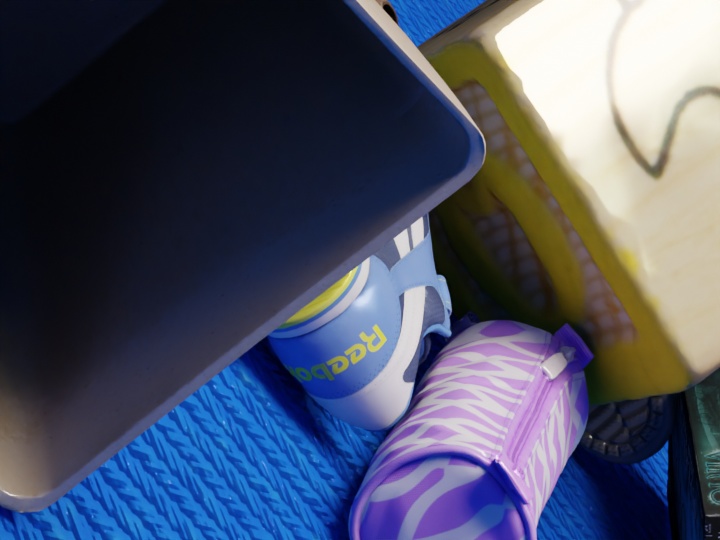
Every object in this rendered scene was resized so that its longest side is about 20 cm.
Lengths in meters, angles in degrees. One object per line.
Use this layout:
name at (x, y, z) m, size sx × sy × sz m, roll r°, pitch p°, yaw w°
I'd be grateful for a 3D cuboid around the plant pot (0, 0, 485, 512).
plant pot at (-0.108, -0.083, 0.834) m, size 0.200 × 0.200 × 0.177 m, roll 45°, pitch 14°, yaw -31°

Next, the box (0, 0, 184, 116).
box at (-0.118, -0.144, 1.026) m, size 0.124 × 0.097 × 0.200 m, roll 48°, pitch 21°, yaw -25°

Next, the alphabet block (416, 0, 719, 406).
alphabet block at (0.138, -0.066, 1.243) m, size 0.196 × 0.200 × 0.196 m, roll 56°, pitch -22°, yaw -4°

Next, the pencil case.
pencil case at (0.054, 0.083, 1.116) m, size 0.084 × 0.085 × 0.200 m, roll 56°, pitch 20°, yaw -8°

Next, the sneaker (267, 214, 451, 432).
sneaker at (0.000, 0.000, 1.141) m, size 0.082 × 0.074 × 0.200 m, roll 55°, pitch 24°, yaw -19°

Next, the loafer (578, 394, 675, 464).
loafer at (0.113, 0.011, 1.386) m, size 0.201 × 0.075 × 0.070 m, roll 61°, pitch 24°, yaw 10°

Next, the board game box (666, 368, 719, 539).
board game box at (0.182, 0.125, 1.346) m, size 0.200 × 0.028 × 0.136 m, roll -86°, pitch 175°, yaw -60°

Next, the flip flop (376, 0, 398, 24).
flip flop at (0.001, -0.109, 1.325) m, size 0.200 × 0.057 × 0.081 m, roll 53°, pitch 19°, yaw -12°
